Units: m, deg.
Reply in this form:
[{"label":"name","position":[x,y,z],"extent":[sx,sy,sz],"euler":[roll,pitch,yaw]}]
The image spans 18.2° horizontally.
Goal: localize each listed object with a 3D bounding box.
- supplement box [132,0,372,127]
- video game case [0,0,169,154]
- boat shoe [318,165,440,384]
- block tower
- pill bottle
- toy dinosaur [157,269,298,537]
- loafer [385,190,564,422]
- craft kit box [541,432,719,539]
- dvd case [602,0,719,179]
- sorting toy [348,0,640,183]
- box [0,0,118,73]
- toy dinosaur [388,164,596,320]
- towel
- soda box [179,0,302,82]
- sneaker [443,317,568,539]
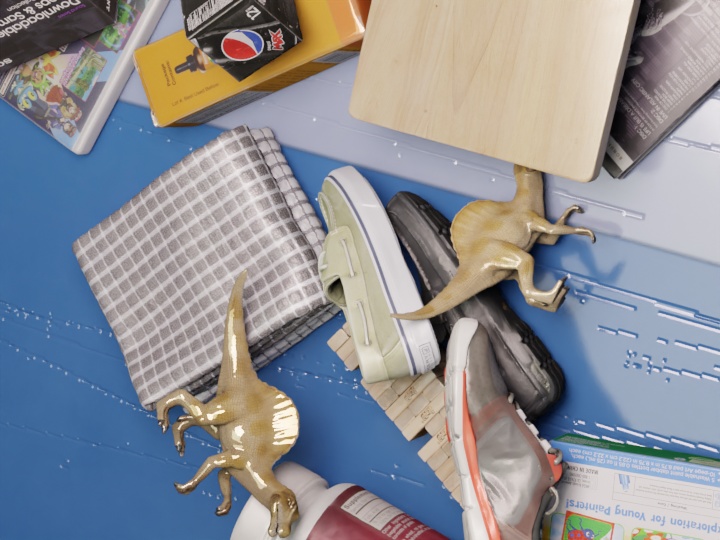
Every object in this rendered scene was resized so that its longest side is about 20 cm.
[{"label":"supplement box","position":[-0.076,-0.175,1.747],"extent":[0.199,0.069,0.067],"euler":[-21,85,23]},{"label":"video game case","position":[-0.249,-0.228,1.845],"extent":[0.182,0.023,0.201],"euler":[36,107,18]},{"label":"boat shoe","position":[0.000,0.000,1.682],"extent":[0.062,0.072,0.201],"euler":[-18,48,-8]},{"label":"block tower","position":[0.063,0.111,1.713],"extent":[0.054,0.058,0.200],"euler":[-45,77,21]},{"label":"pill bottle","position":[0.005,0.234,1.718],"extent":[0.199,0.114,0.115],"euler":[28,105,20]},{"label":"toy dinosaur","position":[-0.098,0.110,1.702],"extent":[0.100,0.058,0.201],"euler":[-14,80,6]},{"label":"loafer","position":[0.074,0.031,1.694],"extent":[0.070,0.068,0.201],"euler":[-37,82,16]},{"label":"craft kit box","position":[0.229,0.233,1.655],"extent":[0.199,0.048,0.199],"euler":[9,96,23]},{"label":"dvd case","position":[0.211,-0.188,1.641],"extent":[0.200,0.016,0.149],"euler":[-44,76,21]},{"label":"sorting toy","position":[0.111,-0.187,1.641],"extent":[0.198,0.069,0.201],"euler":[17,101,23]},{"label":"box","position":[-0.305,-0.231,1.753],"extent":[0.142,0.200,0.036],"euler":[-19,55,27]},{"label":"toy dinosaur","position":[0.106,-0.008,1.655],"extent":[0.101,0.058,0.200],"euler":[31,64,13]},{"label":"towel","position":[-0.123,0.003,1.773],"extent":[0.199,0.085,0.166],"euler":[-34,80,23]},{"label":"soda box","position":[-0.100,-0.244,1.697],"extent":[0.063,0.071,0.201],"euler":[-30,49,22]},{"label":"sneaker","position":[0.108,0.131,1.640],"extent":[0.081,0.077,0.202],"euler":[-8,91,-3]}]
